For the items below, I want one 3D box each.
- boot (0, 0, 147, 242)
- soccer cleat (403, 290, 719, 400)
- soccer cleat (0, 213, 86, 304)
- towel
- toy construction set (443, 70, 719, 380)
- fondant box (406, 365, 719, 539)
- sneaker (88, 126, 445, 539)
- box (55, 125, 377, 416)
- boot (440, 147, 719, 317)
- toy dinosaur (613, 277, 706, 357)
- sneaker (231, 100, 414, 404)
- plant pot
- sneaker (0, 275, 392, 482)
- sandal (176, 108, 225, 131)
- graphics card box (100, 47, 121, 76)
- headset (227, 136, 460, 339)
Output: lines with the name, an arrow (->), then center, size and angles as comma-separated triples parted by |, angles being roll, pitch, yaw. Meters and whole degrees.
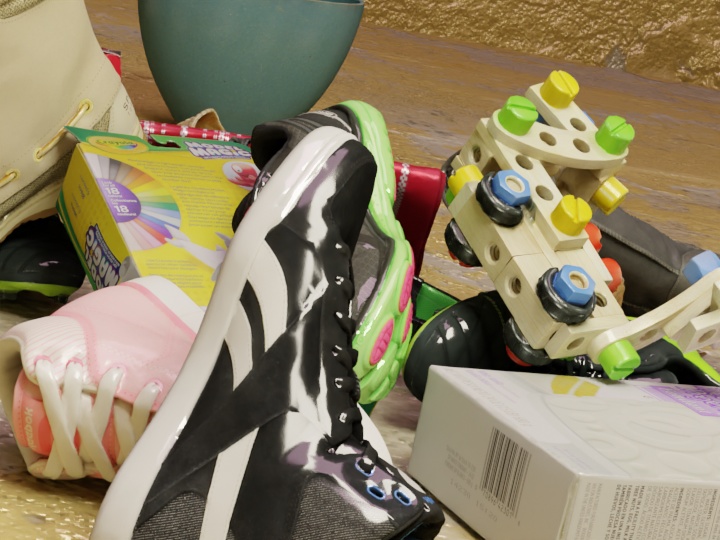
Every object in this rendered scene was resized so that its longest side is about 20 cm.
boot -> -0.217, -0.084, 1.026 | 0.199, 0.156, 0.073 | -28, 38, -17
soccer cleat -> 0.113, 0.053, 1.036 | 0.199, 0.068, 0.081 | 5, 19, -37
soccer cleat -> -0.206, -0.037, 1.135 | 0.067, 0.082, 0.200 | 5, 14, -29
towel -> -0.055, -0.034, 1.198 | 0.199, 0.023, 0.145 | 9, -30, -5
toy construction set -> 0.117, -0.015, 0.995 | 0.131, 0.093, 0.200 | -6, 40, -38
fondant box -> 0.141, 0.097, 0.914 | 0.199, 0.059, 0.144 | 7, 13, -27
sneaker -> -0.009, 0.050, 0.739 | 0.111, 0.201, 0.073 | 21, -19, 14
box -> -0.078, 0.000, 1.003 | 0.117, 0.049, 0.200 | 4, 40, -32
boot -> 0.132, -0.017, 1.234 | 0.199, 0.073, 0.182 | 17, -10, -23
toy dinosaur -> 0.137, 0.040, 1.189 | 0.106, 0.061, 0.200 | 18, -8, 20
sneaker -> -0.020, -0.007, 0.961 | 0.083, 0.077, 0.201 | -3, 37, -6
plant pot -> -0.107, -0.190, 1.753 | 0.199, 0.136, 0.200 | 11, 12, -2
sneaker -> -0.079, 0.069, 0.816 | 0.104, 0.076, 0.200 | -15, 33, -37
sandal -> -0.106, -0.082, 1.457 | 0.211, 0.070, 0.077 | 18, 14, 28
graphics card box -> -0.253, -0.104, 1.289 | 0.125, 0.051, 0.200 | 3, -9, -35
headset -> 0.000, 0.000, 1.131 | 0.199, 0.094, 0.124 | 22, 11, -7
